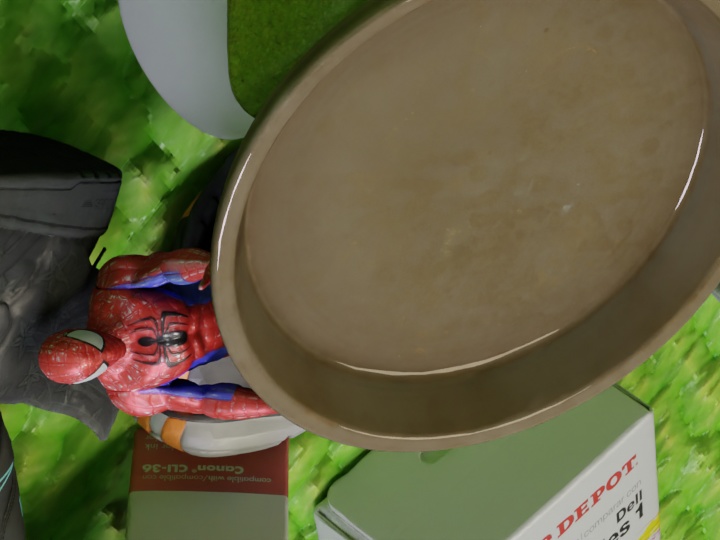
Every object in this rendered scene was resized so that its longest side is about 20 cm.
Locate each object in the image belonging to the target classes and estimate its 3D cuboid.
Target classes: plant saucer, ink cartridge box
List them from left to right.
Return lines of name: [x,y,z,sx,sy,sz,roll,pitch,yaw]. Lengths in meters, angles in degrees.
ink cartridge box: [-0.062,0.169,1.148,0.067,0.201,0.117,2,128,-2]
plant saucer: [0.041,-0.026,0.974,0.199,0.030,0.201,-14,131,-16]
ink cartridge box: [0.066,0.149,1.393,0.145,0.084,0.201,-39,143,-25]
plant saucer: [0.053,-0.142,0.997,0.199,0.048,0.202,6,77,-30]

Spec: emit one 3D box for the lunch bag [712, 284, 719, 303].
lunch bag: [0.261,-0.049,1.445,0.199,0.140,0.168,-4,137,-51]

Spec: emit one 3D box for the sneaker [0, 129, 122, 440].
sneaker: [-0.141,0.006,1.018,0.199,0.060,0.105,2,112,-57]

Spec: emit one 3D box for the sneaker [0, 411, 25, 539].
sneaker: [-0.191,0.100,1.038,0.200,0.075,0.080,-22,125,-54]

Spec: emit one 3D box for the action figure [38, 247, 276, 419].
action figure: [-0.017,0.013,1.056,0.199,0.099,0.066,-14,103,-36]

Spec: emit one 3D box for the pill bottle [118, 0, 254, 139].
pill bottle: [0.012,-0.124,1.061,0.200,0.109,0.110,-33,141,-32]

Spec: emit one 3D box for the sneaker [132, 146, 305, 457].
sneaker: [0.000,0.000,1.184,0.199,0.077,0.113,-19,133,-44]
